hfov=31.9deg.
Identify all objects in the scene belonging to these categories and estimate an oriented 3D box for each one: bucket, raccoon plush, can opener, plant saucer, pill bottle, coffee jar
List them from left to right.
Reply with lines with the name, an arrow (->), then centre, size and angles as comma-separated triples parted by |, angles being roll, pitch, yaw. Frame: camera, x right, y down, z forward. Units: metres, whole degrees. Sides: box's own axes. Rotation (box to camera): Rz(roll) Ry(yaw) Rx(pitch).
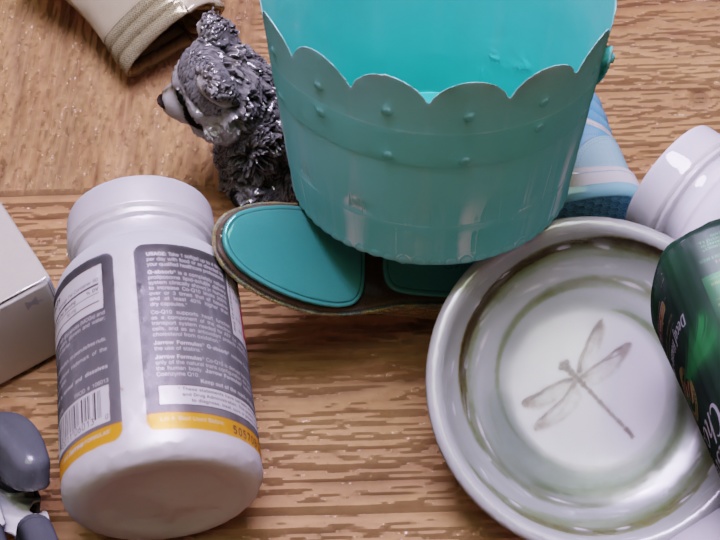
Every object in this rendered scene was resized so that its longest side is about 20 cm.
can opener -> -0.190, 0.138, 0.688 | 0.053, 0.067, 0.200 | 0, 16, -25
pill bottle -> -0.125, 0.049, 0.759 | 0.116, 0.117, 0.201 | -8, 56, -4
raccoon plush -> -0.037, -0.124, 0.863 | 0.199, 0.134, 0.097 | -20, 56, -11
bucket -> 0.043, -0.111, 0.746 | 0.206, 0.135, 0.208 | 0, 43, 0
plant saucer -> 0.137, 0.070, 0.756 | 0.199, 0.050, 0.201 | 0, 77, 1
coffee jar -> 0.218, 0.075, 0.642 | 0.085, 0.104, 0.201 | -14, 53, -1
pill bottle -> 0.268, -0.001, 0.781 | 0.112, 0.113, 0.200 | -39, 62, -22

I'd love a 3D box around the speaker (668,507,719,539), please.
speaker -> 0.208, 0.170, 0.686 | 0.199, 0.081, 0.081 | -28, 59, -16

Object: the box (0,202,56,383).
box -> -0.270, -0.024, 0.837 | 0.068, 0.082, 0.200 | -29, 58, -18

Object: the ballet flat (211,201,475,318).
ballet flat -> 0.000, 0.000, 0.800 | 0.199, 0.071, 0.071 | 5, 54, -16

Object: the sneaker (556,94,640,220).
sneaker -> 0.084, -0.080, 0.865 | 0.199, 0.080, 0.131 | -2, 57, -11

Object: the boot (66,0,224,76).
boot -> -0.149, -0.259, 0.969 | 0.200, 0.073, 0.156 | -41, 80, -10
